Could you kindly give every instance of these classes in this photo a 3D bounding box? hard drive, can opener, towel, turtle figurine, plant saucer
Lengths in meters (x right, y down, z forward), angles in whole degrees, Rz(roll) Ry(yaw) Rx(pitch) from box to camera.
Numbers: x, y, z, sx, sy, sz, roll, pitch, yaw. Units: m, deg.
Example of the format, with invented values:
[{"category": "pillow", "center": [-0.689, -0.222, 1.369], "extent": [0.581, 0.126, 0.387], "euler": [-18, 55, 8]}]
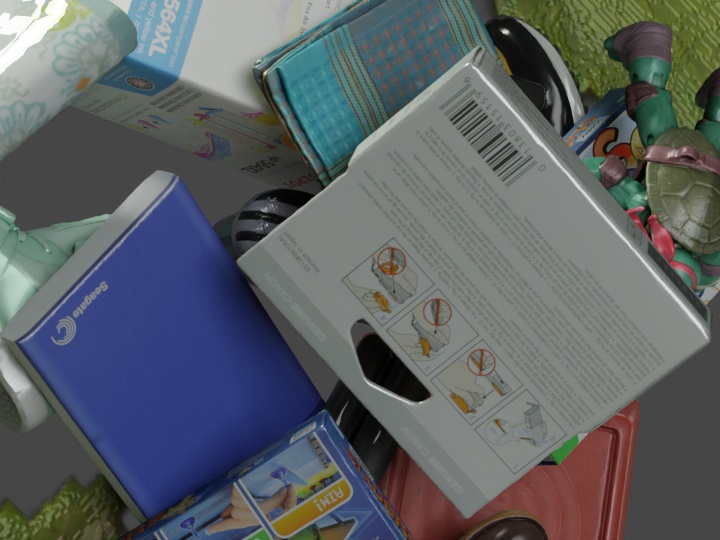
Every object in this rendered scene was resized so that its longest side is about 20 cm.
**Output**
[{"category": "hard drive", "center": [-0.103, 0.061, 1.387], "extent": [0.132, 0.025, 0.200], "euler": [-48, 128, -22]}, {"category": "can opener", "center": [-0.018, 0.137, 1.442], "extent": [0.053, 0.067, 0.200], "euler": [23, 75, 22]}, {"category": "towel", "center": [-0.242, -0.108, 1.317], "extent": [0.171, 0.200, 0.048], "euler": [-46, 139, -26]}, {"category": "turtle figurine", "center": [0.174, -0.041, 1.417], "extent": [0.150, 0.101, 0.200], "euler": [37, 52, -32]}, {"category": "towel", "center": [0.041, -0.063, 1.386], "extent": [0.147, 0.022, 0.200], "euler": [-36, 105, -28]}, {"category": "plant saucer", "center": [0.080, 0.152, 1.498], "extent": [0.200, 0.037, 0.200], "euler": [14, 76, -22]}]

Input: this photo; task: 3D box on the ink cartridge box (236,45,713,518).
[{"category": "ink cartridge box", "center": [0.063, 0.009, 1.337], "extent": [0.174, 0.044, 0.200], "euler": [-39, 99, 19]}]

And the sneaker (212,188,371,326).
[{"category": "sneaker", "center": [0.000, 0.000, 1.461], "extent": [0.200, 0.088, 0.074], "euler": [22, 74, -28]}]

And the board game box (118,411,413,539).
[{"category": "board game box", "center": [-0.066, 0.187, 1.364], "extent": [0.200, 0.034, 0.135], "euler": [-32, 100, 9]}]

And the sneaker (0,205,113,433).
[{"category": "sneaker", "center": [-0.199, -0.022, 1.381], "extent": [0.118, 0.074, 0.200], "euler": [-35, 97, -28]}]

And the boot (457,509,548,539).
[{"category": "boot", "center": [0.074, 0.245, 1.379], "extent": [0.072, 0.166, 0.200], "euler": [27, 95, -23]}]

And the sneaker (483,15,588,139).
[{"category": "sneaker", "center": [0.094, -0.056, 1.516], "extent": [0.090, 0.070, 0.200], "euler": [-16, 91, -28]}]

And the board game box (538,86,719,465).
[{"category": "board game box", "center": [0.134, 0.001, 1.473], "extent": [0.200, 0.034, 0.135], "euler": [-45, 110, -27]}]

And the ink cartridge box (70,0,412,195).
[{"category": "ink cartridge box", "center": [-0.055, -0.132, 1.429], "extent": [0.200, 0.129, 0.125], "euler": [22, 75, -20]}]
